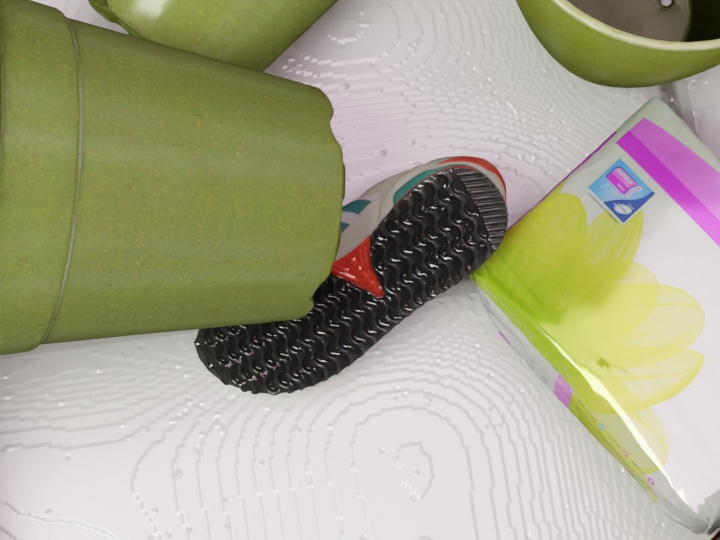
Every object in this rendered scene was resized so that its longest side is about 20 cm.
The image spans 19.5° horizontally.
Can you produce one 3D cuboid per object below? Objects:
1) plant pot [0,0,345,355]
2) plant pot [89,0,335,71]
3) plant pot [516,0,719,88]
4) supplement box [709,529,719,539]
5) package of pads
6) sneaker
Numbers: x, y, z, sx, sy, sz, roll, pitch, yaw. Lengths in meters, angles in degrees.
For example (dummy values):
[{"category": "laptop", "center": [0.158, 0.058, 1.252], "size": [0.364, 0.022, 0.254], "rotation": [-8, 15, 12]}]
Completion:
[{"category": "plant pot", "center": [-0.115, -0.042, 1.061], "size": [0.189, 0.200, 0.201], "rotation": [4, 76, -21]}, {"category": "plant pot", "center": [-0.066, -0.202, 1.161], "size": [0.200, 0.200, 0.190], "rotation": [38, 89, 6]}, {"category": "plant pot", "center": [0.153, -0.176, 1.151], "size": [0.186, 0.200, 0.188], "rotation": [1, 76, -3]}, {"category": "supplement box", "center": [0.261, 0.203, 1.065], "size": [0.133, 0.200, 0.197], "rotation": [-44, 82, -12]}, {"category": "package of pads", "center": [0.173, 0.028, 1.157], "size": [0.154, 0.068, 0.200], "rotation": [-42, 76, -5]}, {"category": "sneaker", "center": [0.000, -0.001, 1.175], "size": [0.199, 0.093, 0.070], "rotation": [-33, 98, 17]}]
